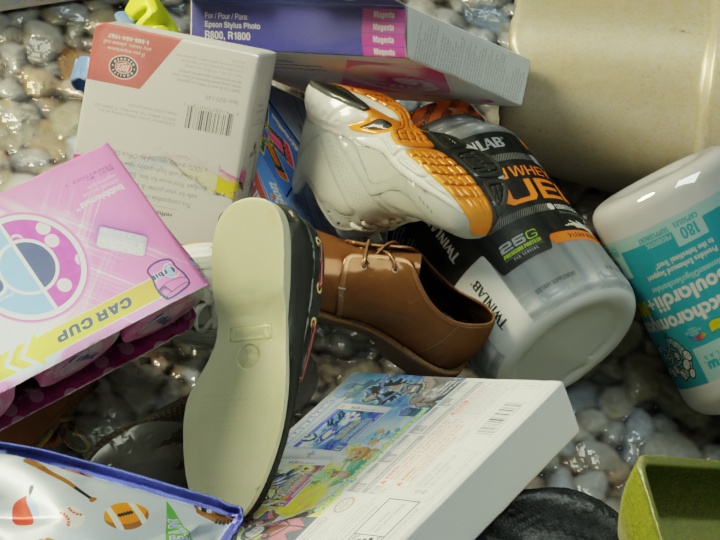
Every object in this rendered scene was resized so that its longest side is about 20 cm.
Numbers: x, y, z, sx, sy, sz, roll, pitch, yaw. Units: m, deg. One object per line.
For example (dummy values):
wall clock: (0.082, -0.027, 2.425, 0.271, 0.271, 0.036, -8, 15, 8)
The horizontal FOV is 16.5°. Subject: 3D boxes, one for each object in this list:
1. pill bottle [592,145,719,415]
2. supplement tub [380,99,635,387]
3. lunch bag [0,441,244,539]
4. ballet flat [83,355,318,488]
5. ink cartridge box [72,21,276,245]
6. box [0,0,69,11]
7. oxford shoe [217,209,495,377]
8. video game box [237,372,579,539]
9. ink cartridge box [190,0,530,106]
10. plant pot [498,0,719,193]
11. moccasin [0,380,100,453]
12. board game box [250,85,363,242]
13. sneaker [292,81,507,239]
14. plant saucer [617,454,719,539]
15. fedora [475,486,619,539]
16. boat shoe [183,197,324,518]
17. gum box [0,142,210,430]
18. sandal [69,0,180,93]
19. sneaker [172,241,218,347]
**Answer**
pill bottle: (0.251, 0.023, 1.719, 0.111, 0.111, 0.200, -30, 94, -35)
supplement tub: (0.092, -0.018, 1.732, 0.122, 0.123, 0.200, -18, 57, -29)
lunch bag: (-0.188, 0.194, 1.429, 0.200, 0.170, 0.124, 19, 42, -1)
ballet flat: (-0.111, 0.107, 1.617, 0.200, 0.046, 0.067, -35, 105, -32)
ink cartridge box: (-0.134, -0.060, 1.684, 0.116, 0.200, 0.067, 12, 8, 6)
box: (-0.251, -0.270, 1.855, 0.200, 0.113, 0.101, -12, 55, -25)
oxford shoe: (0.000, 0.000, 1.625, 0.200, 0.071, 0.071, 27, 39, -21)
video game box: (0.009, 0.135, 1.555, 0.182, 0.047, 0.200, 3, 33, 42)
ink cartridge box: (-0.015, -0.158, 1.744, 0.196, 0.043, 0.200, 6, -5, 38)
plant pot: (0.198, -0.135, 1.839, 0.183, 0.201, 0.201, 8, 47, 5)
moccasin: (-0.209, 0.084, 1.584, 0.074, 0.078, 0.201, 10, 27, 12)
board game box: (-0.048, -0.059, 1.762, 0.103, 0.019, 0.200, 24, 34, -45)
sneaker: (0.024, -0.053, 1.662, 0.076, 0.092, 0.200, 5, 21, -36)
plant saucer: (0.233, 0.219, 1.548, 0.200, 0.048, 0.200, 9, 61, -52)
fedora: (0.116, 0.193, 1.566, 0.200, 0.092, 0.201, 11, 47, -12)
boat shoe: (-0.062, 0.058, 1.539, 0.074, 0.063, 0.202, 2, 81, 30)
gum box: (-0.199, 0.016, 1.495, 0.200, 0.066, 0.114, -28, 73, -26)
sandal: (-0.146, -0.103, 1.779, 0.087, 0.079, 0.200, -28, 63, 4)
sneaker: (-0.132, 0.023, 1.599, 0.200, 0.076, 0.092, 13, 24, -12)
